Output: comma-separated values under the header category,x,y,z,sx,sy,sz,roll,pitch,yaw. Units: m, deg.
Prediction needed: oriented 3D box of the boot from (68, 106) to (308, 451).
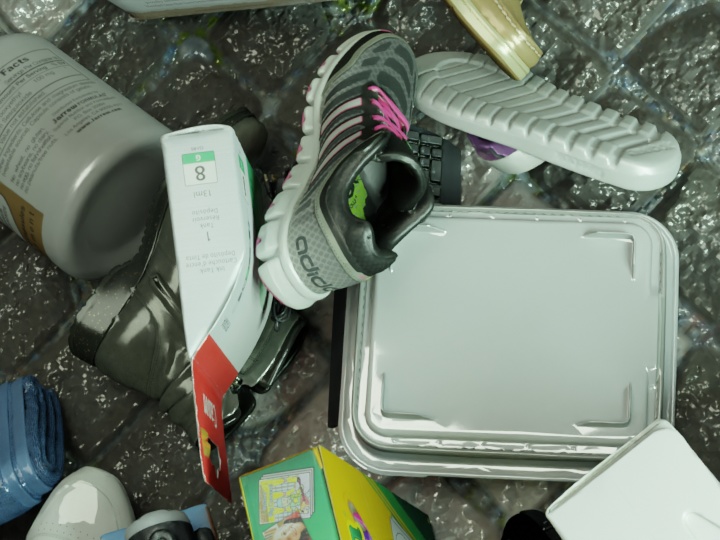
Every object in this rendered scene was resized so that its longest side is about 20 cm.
category,x,y,z,sx,sy,sz,roll,pitch,yaw
boot,-0.082,0.008,1.574,0.130,0.068,0.200,31,86,17

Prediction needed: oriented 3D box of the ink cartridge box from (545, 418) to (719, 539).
category,x,y,z,sx,sy,sz,roll,pitch,yaw
ink cartridge box,0.190,0.180,1.311,0.084,0.200,0.146,-38,61,4

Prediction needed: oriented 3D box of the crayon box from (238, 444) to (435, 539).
category,x,y,z,sx,sy,sz,roll,pitch,yaw
crayon box,0.009,0.217,1.388,0.058,0.173,0.201,-21,65,14

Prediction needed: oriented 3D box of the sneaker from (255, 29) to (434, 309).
category,x,y,z,sx,sy,sz,roll,pitch,yaw
sneaker,0.009,-0.065,1.465,0.087,0.074,0.200,-9,45,36

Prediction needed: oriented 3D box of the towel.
category,x,y,z,sx,sy,sz,roll,pitch,yaw
towel,-0.281,0.147,1.582,0.200,0.049,0.112,-26,33,9

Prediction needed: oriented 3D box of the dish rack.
category,x,y,z,sx,sy,sz,roll,pitch,yaw
dish rack,0.088,0.036,1.466,0.199,0.044,0.172,2,71,5

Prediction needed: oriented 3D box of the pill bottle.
category,x,y,z,sx,sy,sz,roll,pitch,yaw
pill bottle,-0.217,-0.090,1.624,0.200,0.114,0.114,36,87,29

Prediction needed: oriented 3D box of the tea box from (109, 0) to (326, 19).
category,x,y,z,sx,sy,sz,roll,pitch,yaw
tea box,-0.097,-0.282,1.608,0.200,0.134,0.197,1,70,40

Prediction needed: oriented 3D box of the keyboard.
category,x,y,z,sx,sy,sz,roll,pitch,yaw
keyboard,0.000,0.000,1.520,0.127,0.021,0.201,7,70,-14

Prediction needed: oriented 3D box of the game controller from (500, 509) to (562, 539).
category,x,y,z,sx,sy,sz,roll,pitch,yaw
game controller,0.135,0.228,1.377,0.042,0.104,0.200,-17,57,-28

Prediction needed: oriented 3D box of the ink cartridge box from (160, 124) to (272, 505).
category,x,y,z,sx,sy,sz,roll,pitch,yaw
ink cartridge box,-0.076,0.029,1.459,0.050,0.161,0.201,-10,79,2

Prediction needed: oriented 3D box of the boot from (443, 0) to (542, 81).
category,x,y,z,sx,sy,sz,roll,pitch,yaw
boot,0.112,-0.226,1.558,0.155,0.073,0.200,-30,50,9

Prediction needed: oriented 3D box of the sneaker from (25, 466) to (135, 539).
category,x,y,z,sx,sy,sz,roll,pitch,yaw
sneaker,-0.188,0.216,1.507,0.075,0.100,0.201,16,80,8

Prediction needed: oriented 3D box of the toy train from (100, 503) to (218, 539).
category,x,y,z,sx,sy,sz,roll,pitch,yaw
toy train,-0.096,0.229,1.451,0.086,0.114,0.200,-15,66,-9

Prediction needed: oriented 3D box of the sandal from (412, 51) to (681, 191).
category,x,y,z,sx,sy,sz,roll,pitch,yaw
sandal,0.102,-0.082,1.524,0.202,0.082,0.050,26,126,35
